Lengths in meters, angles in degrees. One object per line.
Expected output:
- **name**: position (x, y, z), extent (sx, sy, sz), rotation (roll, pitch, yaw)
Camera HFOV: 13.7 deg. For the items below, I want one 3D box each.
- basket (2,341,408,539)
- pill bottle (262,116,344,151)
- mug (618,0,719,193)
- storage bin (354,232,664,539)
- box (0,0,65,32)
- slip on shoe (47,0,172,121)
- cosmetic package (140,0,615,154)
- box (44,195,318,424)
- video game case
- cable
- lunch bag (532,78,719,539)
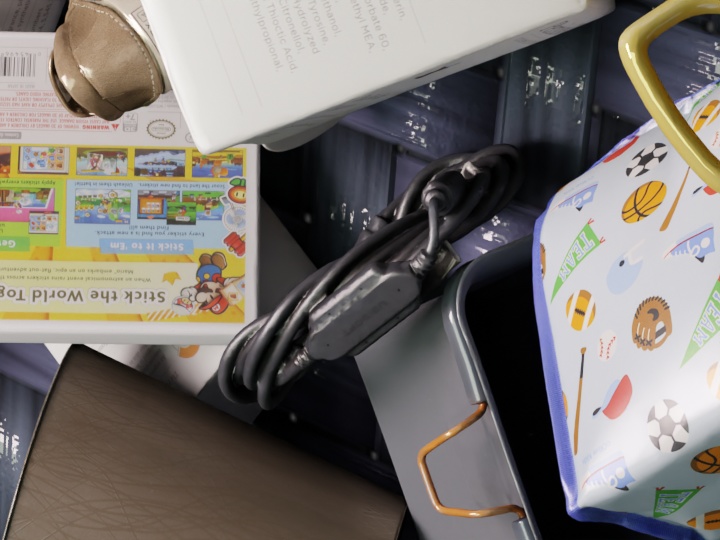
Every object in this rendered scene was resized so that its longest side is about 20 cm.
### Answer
- **basket**: position (-0.083, 0.149, 1.613), extent (0.199, 0.136, 0.181), rotation (15, 84, 3)
- **pill bottle**: position (-0.078, -0.165, 1.607), extent (0.200, 0.113, 0.113), rotation (51, 132, 17)
- **mug**: position (0.228, -0.120, 1.331), extent (0.186, 0.149, 0.153), rotation (-34, 90, 30)
- **storage bin**: position (0.077, 0.090, 1.552), extent (0.134, 0.145, 0.201), rotation (-18, 92, 54)
- **box**: position (-0.274, -0.234, 1.708), extent (0.199, 0.171, 0.200), rotation (46, 130, 28)
- **slip on shoe**: position (-0.134, -0.108, 1.542), extent (0.076, 0.061, 0.200), rotation (57, 173, -13)
- **cosmetic package**: position (0.000, -0.167, 1.446), extent (0.199, 0.165, 0.166), rotation (-20, 92, 11)
- **box**: position (-0.125, -0.007, 1.717), extent (0.200, 0.097, 0.124), rotation (53, 132, 16)
- **video game case**: position (-0.154, -0.046, 1.634), extent (0.023, 0.199, 0.183), rotation (98, 172, -65)
- **cable**: position (0.000, 0.000, 1.557), extent (0.051, 0.163, 0.200), rotation (45, 123, -6)
- **lunch bag**: position (0.174, 0.007, 1.420), extent (0.170, 0.124, 0.201), rotation (-36, 50, 34)
